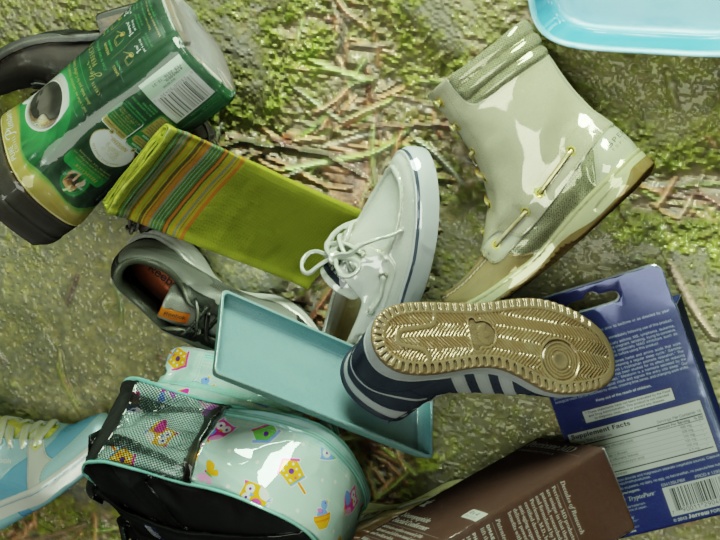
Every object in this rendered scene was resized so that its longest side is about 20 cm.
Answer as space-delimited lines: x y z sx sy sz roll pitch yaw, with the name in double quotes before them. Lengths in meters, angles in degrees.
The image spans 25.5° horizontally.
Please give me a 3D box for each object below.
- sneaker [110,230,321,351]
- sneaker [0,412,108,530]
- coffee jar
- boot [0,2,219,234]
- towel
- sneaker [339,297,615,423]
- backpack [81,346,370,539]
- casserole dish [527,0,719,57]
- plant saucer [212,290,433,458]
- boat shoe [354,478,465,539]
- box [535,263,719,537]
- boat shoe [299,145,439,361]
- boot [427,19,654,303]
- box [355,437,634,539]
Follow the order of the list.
"sneaker" -0.116 0.041 1.277 0.199 0.079 0.074 30 111 7
"sneaker" -0.304 0.143 1.370 0.199 0.080 0.131 -30 95 23
"coffee jar" -0.193 -0.111 1.182 0.199 0.105 0.085 -37 132 12
"boot" -0.203 -0.112 1.268 0.198 0.069 0.176 -14 100 20
"towel" -0.091 -0.044 1.204 0.086 0.199 0.018 -47 42 24
"sneaker" 0.081 0.070 1.175 0.109 0.198 0.071 135 136 -58
"backpack" -0.089 0.160 1.236 0.198 0.154 0.176 17 150 26
"casserole dish" 0.208 -0.215 1.115 0.198 0.039 0.122 5 107 18
"plant saucer" -0.027 0.081 1.181 0.199 0.070 0.019 25 140 -30
"boat shoe" 0.047 0.218 1.279 0.198 0.063 0.074 -14 100 22
"box" 0.207 0.099 1.207 0.120 0.032 0.202 -17 101 22
"boat shoe" -0.002 -0.002 1.208 0.085 0.075 0.203 1 124 -23
"boot" 0.099 -0.069 1.177 0.155 0.072 0.200 50 120 5
"box" 0.091 0.200 1.171 0.100 0.199 0.076 -3 109 65
